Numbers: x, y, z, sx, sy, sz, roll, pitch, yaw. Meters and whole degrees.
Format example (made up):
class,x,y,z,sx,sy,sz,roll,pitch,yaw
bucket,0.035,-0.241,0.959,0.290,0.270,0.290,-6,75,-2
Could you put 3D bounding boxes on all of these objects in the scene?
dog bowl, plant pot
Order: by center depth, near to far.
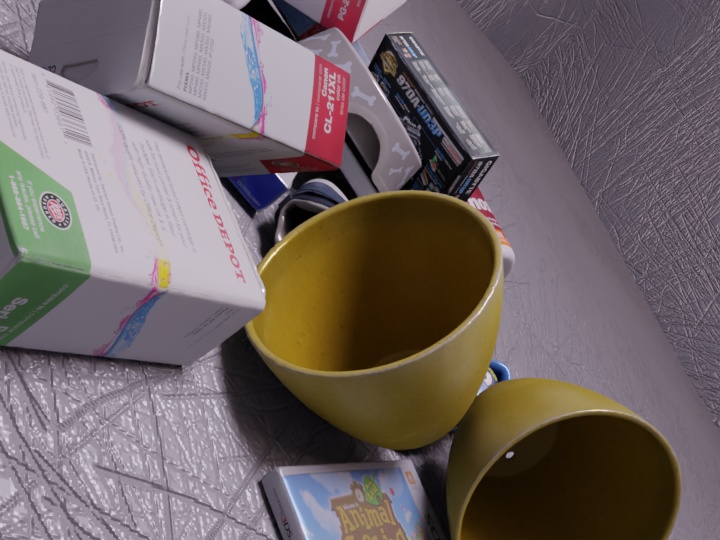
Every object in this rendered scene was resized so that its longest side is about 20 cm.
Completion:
class,x,y,z,sx,sy,sz,roll,pitch,yaw
plant pot,0.024,0.055,0.685,0.201,0.197,0.143,-97,171,-51
plant pot,0.156,0.174,0.761,0.200,0.200,0.142,44,7,-25
dog bowl,-0.003,-0.172,0.941,0.201,0.058,0.200,57,4,-6

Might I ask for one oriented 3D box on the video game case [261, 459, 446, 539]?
class,x,y,z,sx,sy,sz,roll,pitch,yaw
video game case,0.023,0.228,0.636,0.199,0.022,0.184,17,43,-58

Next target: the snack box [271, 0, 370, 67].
class,x,y,z,sx,sy,sz,roll,pitch,yaw
snack box,-0.055,-0.318,1.132,0.170,0.067,0.200,59,4,26

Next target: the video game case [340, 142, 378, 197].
class,x,y,z,sx,sy,sz,roll,pitch,yaw
video game case,-0.007,-0.109,0.996,0.201,0.024,0.182,58,3,6

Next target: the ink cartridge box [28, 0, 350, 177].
class,x,y,z,sx,sy,sz,roll,pitch,yaw
ink cartridge box,-0.124,-0.136,0.649,0.199,0.144,0.084,16,79,-52

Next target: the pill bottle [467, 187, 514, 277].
class,x,y,z,sx,sy,sz,roll,pitch,yaw
pill bottle,0.114,-0.070,1.145,0.113,0.112,0.202,19,41,-56

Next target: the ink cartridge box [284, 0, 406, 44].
class,x,y,z,sx,sy,sz,roll,pitch,yaw
ink cartridge box,-0.045,-0.369,0.991,0.199,0.085,0.145,34,46,7

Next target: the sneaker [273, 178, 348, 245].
class,x,y,z,sx,sy,sz,roll,pitch,yaw
sneaker,-0.002,0.001,0.823,0.202,0.077,0.146,44,10,-1

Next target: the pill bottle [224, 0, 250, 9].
class,x,y,z,sx,sy,sz,roll,pitch,yaw
pill bottle,-0.186,-0.362,0.877,0.199,0.116,0.116,32,23,0

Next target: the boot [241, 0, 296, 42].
class,x,y,z,sx,sy,sz,roll,pitch,yaw
boot,-0.146,-0.321,1.016,0.202,0.065,0.165,59,9,-4

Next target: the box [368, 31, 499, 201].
class,x,y,z,sx,sy,sz,roll,pitch,yaw
box,0.061,-0.155,1.035,0.046,0.160,0.201,-14,61,-36

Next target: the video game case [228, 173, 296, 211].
class,x,y,z,sx,sy,sz,roll,pitch,yaw
video game case,-0.132,-0.172,0.859,0.201,0.045,0.182,50,21,-14

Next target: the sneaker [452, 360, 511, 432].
class,x,y,z,sx,sy,sz,roll,pitch,yaw
sneaker,0.086,0.119,0.850,0.199,0.082,0.075,0,58,-62

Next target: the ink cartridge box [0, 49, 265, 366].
class,x,y,z,sx,sy,sz,roll,pitch,yaw
ink cartridge box,-0.165,-0.030,0.528,0.199,0.087,0.147,15,45,-57
